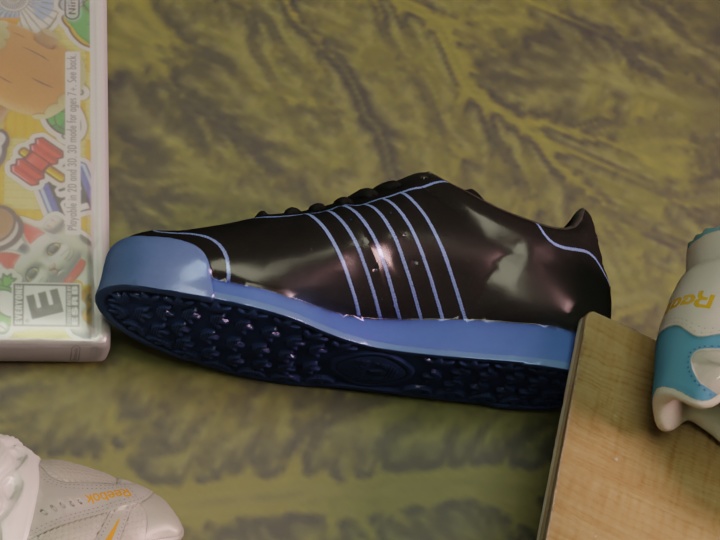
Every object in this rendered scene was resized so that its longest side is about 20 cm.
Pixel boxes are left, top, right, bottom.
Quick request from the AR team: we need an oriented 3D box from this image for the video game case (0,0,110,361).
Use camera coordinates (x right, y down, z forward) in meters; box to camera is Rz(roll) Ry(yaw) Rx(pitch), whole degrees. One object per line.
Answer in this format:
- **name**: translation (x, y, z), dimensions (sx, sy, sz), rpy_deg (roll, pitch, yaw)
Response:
- **video game case**: translation (-0.190, -0.059, 0.792), dimensions (0.182, 0.023, 0.200), rpy_deg (1, 65, -10)

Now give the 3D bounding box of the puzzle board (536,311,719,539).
- **puzzle board**: translation (0.153, 0.119, 0.751), dimensions (0.200, 0.017, 0.151), rpy_deg (25, 56, -16)

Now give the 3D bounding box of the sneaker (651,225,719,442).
- **sneaker**: translation (0.196, 0.065, 0.754), dimensions (0.200, 0.077, 0.081), rpy_deg (29, 63, -5)

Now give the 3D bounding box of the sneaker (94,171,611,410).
- **sneaker**: translation (0.000, 0.000, 0.777), dimensions (0.200, 0.070, 0.078), rpy_deg (10, 64, -15)

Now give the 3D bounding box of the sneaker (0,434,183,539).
- **sneaker**: translation (-0.105, 0.153, 0.680), dimensions (0.092, 0.076, 0.200), rpy_deg (12, 64, -10)
